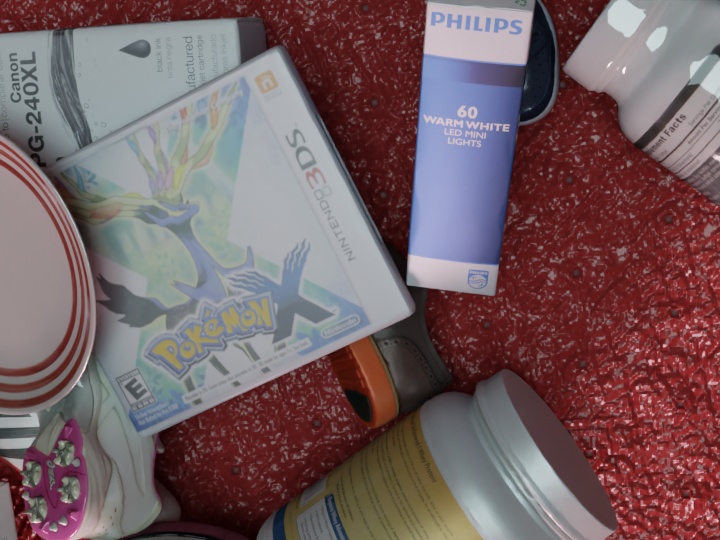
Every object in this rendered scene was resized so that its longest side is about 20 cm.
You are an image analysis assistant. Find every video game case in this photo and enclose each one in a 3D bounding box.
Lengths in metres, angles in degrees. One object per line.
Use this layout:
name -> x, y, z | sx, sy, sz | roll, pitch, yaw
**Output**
video game case -> -0.094, -0.014, 0.812 | 0.200, 0.022, 0.182 | -25, 98, 14

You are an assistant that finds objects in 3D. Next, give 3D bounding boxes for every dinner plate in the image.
dinner plate -> -0.241, -0.004, 0.830 | 0.200, 0.024, 0.200 | 12, 115, 28

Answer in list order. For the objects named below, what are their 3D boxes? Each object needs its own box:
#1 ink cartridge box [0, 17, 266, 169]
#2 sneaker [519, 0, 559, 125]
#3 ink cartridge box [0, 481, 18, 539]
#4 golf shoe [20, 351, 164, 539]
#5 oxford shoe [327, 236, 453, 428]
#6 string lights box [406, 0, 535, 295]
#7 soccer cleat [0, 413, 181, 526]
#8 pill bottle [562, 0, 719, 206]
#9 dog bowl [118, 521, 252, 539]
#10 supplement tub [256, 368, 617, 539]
ink cartridge box -> -0.163, -0.088, 0.862 | 0.200, 0.083, 0.145 | -2, 100, 9
sneaker -> 0.071, -0.183, 0.797 | 0.070, 0.109, 0.200 | -16, 96, 12
ink cartridge box -> -0.307, 0.248, 0.917 | 0.145, 0.083, 0.200 | -1, 100, 34
golf shoe -> -0.177, 0.086, 0.876 | 0.075, 0.091, 0.200 | -23, 61, 37
oxford shoe -> 0.000, 0.000, 0.871 | 0.072, 0.071, 0.200 | -20, 91, -19
string lights box -> 0.065, -0.094, 0.770 | 0.059, 0.103, 0.200 | 7, 133, 5
soccer cleat -> -0.209, 0.115, 0.913 | 0.200, 0.069, 0.085 | 29, 107, 8
pill bottle -> 0.229, -0.101, 0.782 | 0.200, 0.116, 0.116 | 37, 103, 3
dog bowl -> -0.118, 0.257, 0.890 | 0.200, 0.074, 0.200 | 3, 122, 5
supplement tub -> 0.048, 0.170, 0.839 | 0.200, 0.145, 0.145 | -37, 92, 13
